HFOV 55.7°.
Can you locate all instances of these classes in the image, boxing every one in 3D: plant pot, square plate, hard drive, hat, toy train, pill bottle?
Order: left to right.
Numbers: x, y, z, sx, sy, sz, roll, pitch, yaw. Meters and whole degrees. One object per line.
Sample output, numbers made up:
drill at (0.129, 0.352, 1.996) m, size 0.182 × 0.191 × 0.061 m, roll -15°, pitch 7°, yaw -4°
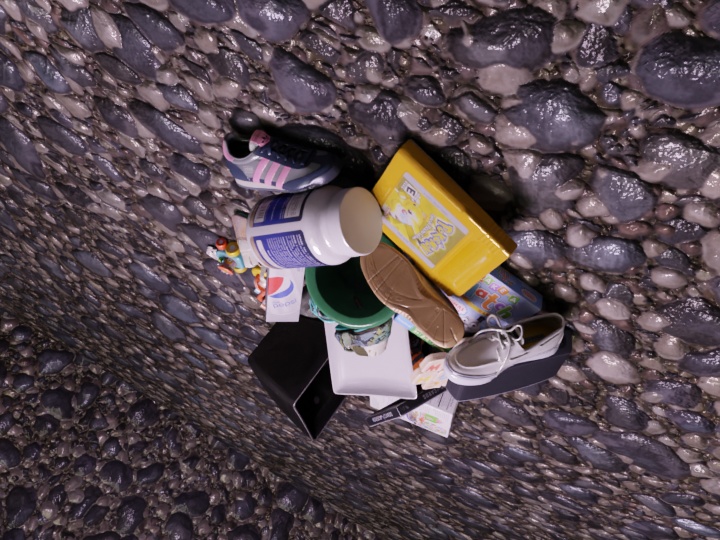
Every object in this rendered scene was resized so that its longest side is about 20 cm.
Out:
toy train at (-0.233, 0.018, 1.397) m, size 0.199 × 0.056 × 0.150 m, roll 36°, pitch 150°, yaw -16°
plant pot at (-0.131, 0.217, 1.505) m, size 0.176 × 0.201 × 0.201 m, roll 25°, pitch 154°, yaw 26°
pill bottle at (-0.069, -0.064, 1.012) m, size 0.198 × 0.117 × 0.116 m, roll -3°, pitch 140°, yaw 43°
hat at (0.000, 0.000, 1.174) m, size 0.199 × 0.167 × 0.176 m, roll 36°, pitch -172°, yaw 10°
square plate at (0.018, 0.135, 1.280) m, size 0.195 × 0.028 × 0.204 m, roll -4°, pitch 96°, yaw 37°
hard drive at (0.243, 0.159, 1.116) m, size 0.196 × 0.043 × 0.136 m, roll -13°, pitch 150°, yaw -8°

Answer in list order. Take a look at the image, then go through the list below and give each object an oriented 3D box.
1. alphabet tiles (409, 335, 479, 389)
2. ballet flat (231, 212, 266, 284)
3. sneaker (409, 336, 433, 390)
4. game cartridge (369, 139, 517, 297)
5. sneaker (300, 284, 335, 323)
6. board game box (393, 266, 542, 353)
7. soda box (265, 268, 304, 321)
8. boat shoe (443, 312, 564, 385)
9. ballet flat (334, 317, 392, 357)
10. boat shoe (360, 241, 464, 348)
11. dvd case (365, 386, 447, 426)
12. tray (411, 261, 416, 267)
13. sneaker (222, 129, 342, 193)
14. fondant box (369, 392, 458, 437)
alphabet tiles at (0.185, 0.155, 1.137) m, size 0.196 × 0.015 × 0.196 m, roll -5°, pitch 150°, yaw -22°
ballet flat at (-0.178, -0.020, 1.273) m, size 0.067 × 0.068 × 0.200 m, roll -5°, pitch 137°, yaw 47°
sneaker at (0.071, 0.140, 1.329) m, size 0.200 × 0.078 × 0.112 m, roll 47°, pitch 126°, yaw -6°
game cartridge at (0.101, -0.062, 0.950) m, size 0.200 × 0.032 × 0.176 m, roll 46°, pitch 152°, yaw 4°
sneaker at (-0.060, 0.059, 1.247) m, size 0.198 × 0.091 × 0.079 m, roll -6°, pitch 102°, yaw 39°
board game box at (0.166, 0.060, 1.089) m, size 0.150 × 0.037 × 0.200 m, roll 33°, pitch 134°, yaw -11°
soda box at (-0.133, 0.003, 1.204) m, size 0.062 × 0.069 × 0.202 m, roll 1°, pitch 138°, yaw -11°
boat shoe at (0.217, 0.104, 1.003) m, size 0.198 × 0.075 × 0.087 m, roll -13°, pitch 141°, yaw -15°
ballet flat at (0.014, 0.117, 1.189) m, size 0.074 × 0.075 × 0.200 m, roll 34°, pitch 165°, yaw -13°
boat shoe at (0.079, 0.037, 1.036) m, size 0.200 × 0.074 × 0.069 m, roll 47°, pitch -169°, yaw 11°
dvd case at (0.121, 0.246, 1.340) m, size 0.025 × 0.198 × 0.150 m, roll 62°, pitch 151°, yaw 8°
tray at (0.143, 0.065, 1.170) m, size 0.198 × 0.037 × 0.098 m, roll 34°, pitch 151°, yaw -13°
sneaker at (-0.121, -0.164, 0.991) m, size 0.197 × 0.071 × 0.083 m, roll 3°, pitch 137°, yaw 30°
fondant box at (0.119, 0.291, 1.537) m, size 0.197 × 0.059 × 0.145 m, roll 21°, pitch 151°, yaw 14°
